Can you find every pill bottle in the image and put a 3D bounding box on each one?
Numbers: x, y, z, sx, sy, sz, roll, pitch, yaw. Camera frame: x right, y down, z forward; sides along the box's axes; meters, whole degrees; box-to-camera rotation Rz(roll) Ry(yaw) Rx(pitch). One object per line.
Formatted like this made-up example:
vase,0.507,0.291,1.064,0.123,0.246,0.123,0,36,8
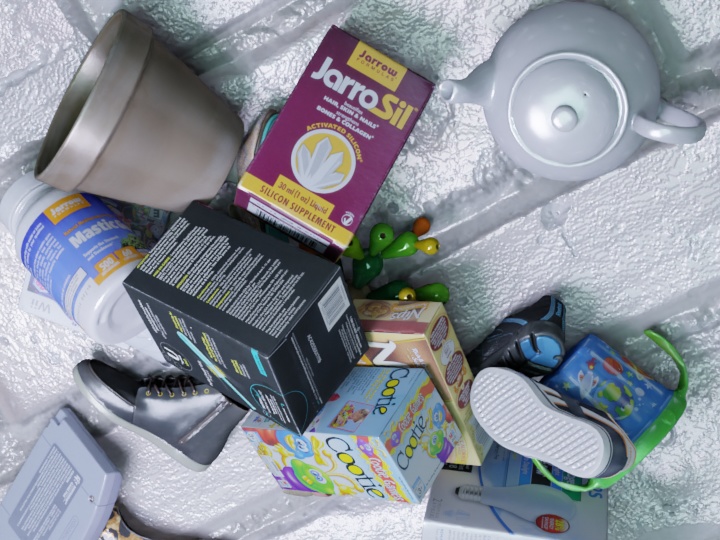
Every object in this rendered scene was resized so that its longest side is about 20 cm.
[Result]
pill bottle,-0.304,-0.021,1.673,0.200,0.112,0.112,43,116,27

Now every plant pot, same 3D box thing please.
plant pot,-0.225,-0.149,1.639,0.173,0.200,0.200,27,114,-20

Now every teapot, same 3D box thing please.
teapot,0.216,-0.171,1.561,0.200,0.146,0.198,-32,103,19

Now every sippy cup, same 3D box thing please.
sippy cup,0.265,0.147,1.689,0.130,0.178,0.140,44,140,3

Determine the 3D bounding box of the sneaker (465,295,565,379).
sneaker,0.161,0.102,1.720,0.073,0.082,0.200,39,131,-17

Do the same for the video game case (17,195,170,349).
video game case,-0.307,-0.020,1.778,0.143,0.018,0.201,20,113,1

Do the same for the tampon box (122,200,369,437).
tampon box,-0.117,0.047,1.599,0.199,0.126,0.150,25,153,30

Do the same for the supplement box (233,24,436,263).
supplement box,-0.027,-0.128,1.595,0.131,0.103,0.201,29,79,-2

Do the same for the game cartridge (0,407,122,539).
game cartridge,-0.366,0.283,1.863,0.133,0.040,0.200,48,117,30

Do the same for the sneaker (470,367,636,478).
sneaker,0.202,0.165,1.620,0.079,0.200,0.079,13,103,-43

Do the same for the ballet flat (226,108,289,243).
ballet flat,-0.118,-0.083,1.699,0.067,0.068,0.201,12,113,30

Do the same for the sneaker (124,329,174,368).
sneaker,-0.198,0.026,1.744,0.115,0.075,0.200,38,111,-21

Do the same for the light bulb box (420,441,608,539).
light bulb box,0.173,0.294,1.719,0.199,0.198,0.125,7,114,6

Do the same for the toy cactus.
toy cactus,0.000,0.000,1.707,0.199,0.102,0.165,22,132,-2

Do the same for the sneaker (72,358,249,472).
sneaker,-0.232,0.140,1.804,0.200,0.075,0.106,34,108,-14

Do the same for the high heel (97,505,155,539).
high heel,-0.245,0.314,1.887,0.142,0.071,0.201,-31,90,-4

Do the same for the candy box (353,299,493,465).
candy box,0.063,0.123,1.690,0.115,0.055,0.201,1,130,33

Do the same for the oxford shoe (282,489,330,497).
oxford shoe,-0.092,0.178,1.792,0.073,0.071,0.201,-11,105,24

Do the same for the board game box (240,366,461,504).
board game box,-0.011,0.174,1.668,0.199,0.105,0.103,-1,131,41
